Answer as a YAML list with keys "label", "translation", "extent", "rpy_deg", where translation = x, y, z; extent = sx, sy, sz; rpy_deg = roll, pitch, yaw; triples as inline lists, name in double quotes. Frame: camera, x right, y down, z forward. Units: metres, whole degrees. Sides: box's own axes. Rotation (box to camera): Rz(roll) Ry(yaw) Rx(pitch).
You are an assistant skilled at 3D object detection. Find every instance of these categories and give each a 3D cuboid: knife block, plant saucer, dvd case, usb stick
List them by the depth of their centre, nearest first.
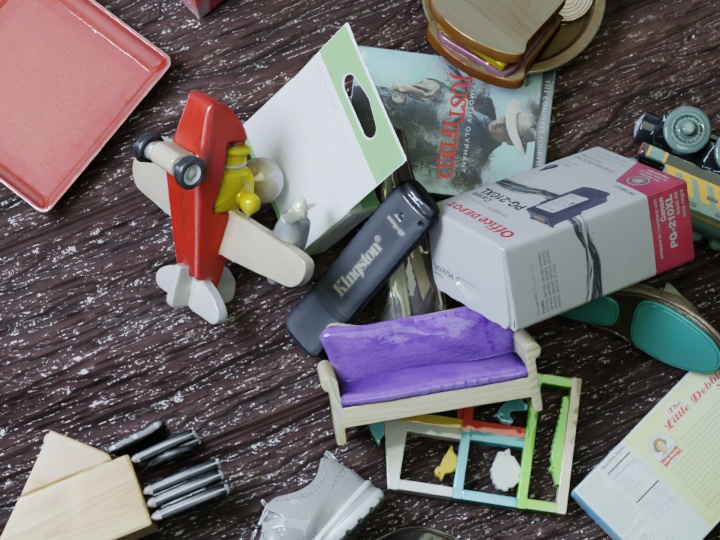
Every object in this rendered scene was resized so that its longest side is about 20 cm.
- label: "knife block"
  translation: [-0.223, 0.227, 1.563]
  extent: [0.175, 0.064, 0.201]
  rpy_deg: [23, 77, 6]
- label: "usb stick"
  translation: [0.000, 0.000, 1.581]
  extent: [0.200, 0.033, 0.056]
  rpy_deg: [-50, 63, 26]
- label: "dvd case"
  translation: [0.086, -0.140, 1.678]
  extent: [0.199, 0.022, 0.147]
  rpy_deg: [8, 76, 1]
- label: "plant saucer"
  translation: [-0.320, -0.184, 1.679]
  extent: [0.200, 0.037, 0.200]
  rpy_deg: [37, 79, 8]

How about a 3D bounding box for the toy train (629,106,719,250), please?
- label: "toy train"
  translation: [0.346, -0.078, 1.636]
  extent: [0.199, 0.085, 0.114]
  rpy_deg: [24, 87, 6]

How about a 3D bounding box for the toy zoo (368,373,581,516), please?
- label: "toy zoo"
  translation: [0.102, 0.152, 1.605]
  extent: [0.199, 0.020, 0.132]
  rpy_deg: [9, 76, 2]

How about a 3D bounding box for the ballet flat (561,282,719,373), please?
- label: "ballet flat"
  translation: [0.259, 0.031, 1.607]
  extent: [0.199, 0.068, 0.067]
  rpy_deg: [25, 40, 12]

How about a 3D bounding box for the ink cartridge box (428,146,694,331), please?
- label: "ink cartridge box"
  translation: [0.180, -0.033, 1.557]
  extent: [0.199, 0.145, 0.085]
  rpy_deg: [-20, 115, -21]

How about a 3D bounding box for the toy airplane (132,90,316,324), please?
- label: "toy airplane"
  translation: [-0.128, -0.054, 1.589]
  extent: [0.141, 0.199, 0.201]
  rpy_deg: [-28, 86, -34]

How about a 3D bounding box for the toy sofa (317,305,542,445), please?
- label: "toy sofa"
  translation: [0.062, 0.089, 1.552]
  extent: [0.199, 0.083, 0.098]
  rpy_deg: [-9, 100, -2]

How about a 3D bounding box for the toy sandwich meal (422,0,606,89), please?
- label: "toy sandwich meal"
  translation: [0.148, -0.279, 1.675]
  extent: [0.204, 0.070, 0.206]
  rpy_deg: [0, 68, -1]

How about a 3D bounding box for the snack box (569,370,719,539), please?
- label: "snack box"
  translation: [0.305, 0.179, 1.590]
  extent: [0.200, 0.037, 0.116]
  rpy_deg: [-43, 79, -10]

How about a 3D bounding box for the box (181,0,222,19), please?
- label: "box"
  translation: [-0.156, -0.341, 1.635]
  extent: [0.103, 0.200, 0.095]
  rpy_deg: [-41, 78, -11]

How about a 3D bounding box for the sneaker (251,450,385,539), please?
- label: "sneaker"
  translation: [-0.073, 0.250, 1.561]
  extent: [0.200, 0.075, 0.082]
  rpy_deg: [-39, 72, -21]

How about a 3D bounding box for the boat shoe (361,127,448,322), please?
- label: "boat shoe"
  translation: [0.045, -0.037, 1.628]
  extent: [0.073, 0.074, 0.201]
  rpy_deg: [-5, 91, -18]

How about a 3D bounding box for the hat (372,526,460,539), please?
- label: "hat"
  translation: [0.044, 0.327, 1.527]
  extent: [0.199, 0.081, 0.202]
  rpy_deg: [1, 81, -5]

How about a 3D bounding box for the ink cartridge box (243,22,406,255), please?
- label: "ink cartridge box"
  translation: [-0.024, -0.120, 1.588]
  extent: [0.048, 0.200, 0.146]
  rpy_deg: [-11, 72, -41]
